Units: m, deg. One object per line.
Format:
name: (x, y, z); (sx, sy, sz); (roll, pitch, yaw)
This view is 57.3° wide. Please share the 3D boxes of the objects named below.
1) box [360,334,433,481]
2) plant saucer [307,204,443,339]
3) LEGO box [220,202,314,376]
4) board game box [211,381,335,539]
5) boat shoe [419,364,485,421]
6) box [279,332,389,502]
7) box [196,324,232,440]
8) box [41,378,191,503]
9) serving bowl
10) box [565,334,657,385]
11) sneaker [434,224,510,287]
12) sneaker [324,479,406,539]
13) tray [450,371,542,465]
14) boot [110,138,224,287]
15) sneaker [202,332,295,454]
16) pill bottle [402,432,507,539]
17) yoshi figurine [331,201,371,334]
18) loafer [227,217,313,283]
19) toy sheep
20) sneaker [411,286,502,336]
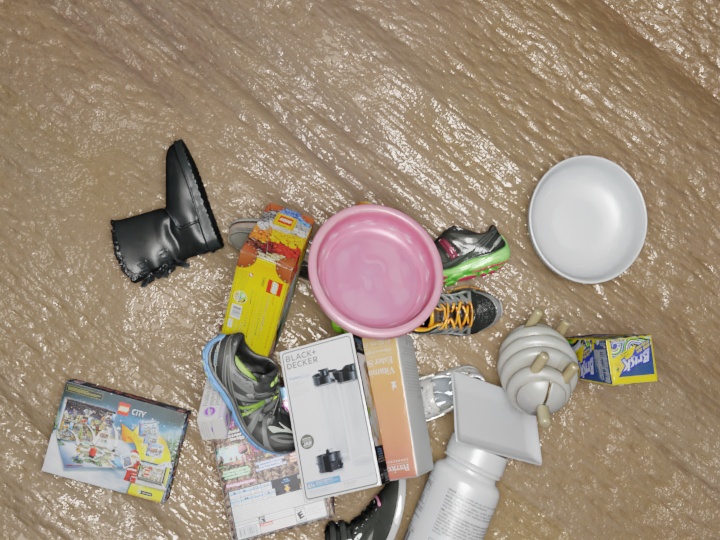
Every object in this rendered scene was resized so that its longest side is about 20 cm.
box: (0.014, 0.207, 0.983); (0.148, 0.106, 0.207); (-13, 75, 16)
plant saucer: (0.020, 0.005, 0.941); (0.194, 0.051, 0.206); (5, 63, -9)
LEGO box: (-0.139, 0.031, 0.960); (0.075, 0.150, 0.204); (18, 121, -2)
board game box: (-0.134, 0.283, 1.009); (0.154, 0.097, 0.207); (-12, 86, -4)
boat shoe: (0.105, 0.199, 1.042); (0.195, 0.069, 0.073); (-22, 86, -5)
box: (-0.037, 0.200, 0.909); (0.113, 0.060, 0.206); (-14, 75, 12)
box: (-0.203, 0.158, 0.975); (0.037, 0.202, 0.042); (-5, 124, 2)
box: (-0.377, 0.264, 1.027); (0.194, 0.038, 0.141); (15, 85, -2)
serving bowl: (0.362, -0.079, 1.081); (0.193, 0.066, 0.207); (0, 85, -3)
box: (0.366, 0.132, 0.997); (0.068, 0.200, 0.067); (-5, 86, -3)
sneaker: (0.143, -0.025, 1.071); (0.193, 0.077, 0.086); (-11, 69, -7)
sneaker: (0.001, 0.393, 1.020); (0.097, 0.071, 0.205); (23, 88, -6)
tray: (0.205, 0.231, 1.012); (0.196, 0.022, 0.110); (23, 55, -34)
boot: (-0.318, -0.088, 1.046); (0.158, 0.073, 0.204); (-20, 87, -1)
sneaker: (-0.139, 0.172, 0.908); (0.081, 0.071, 0.203); (-25, 107, 25)
pill bottle: (0.145, 0.364, 1.009); (0.111, 0.113, 0.205); (24, 85, -1)
yoshi figurine: (0.003, -0.004, 1.008); (0.111, 0.111, 0.205); (31, 70, -34)
loafer: (-0.119, -0.024, 1.041); (0.194, 0.073, 0.064); (17, 50, -4)
toy sheep: (0.273, 0.151, 1.012); (0.133, 0.202, 0.141); (7, 129, 8)
sneaker: (0.132, 0.071, 1.047); (0.193, 0.077, 0.081); (-4, 94, -2)
